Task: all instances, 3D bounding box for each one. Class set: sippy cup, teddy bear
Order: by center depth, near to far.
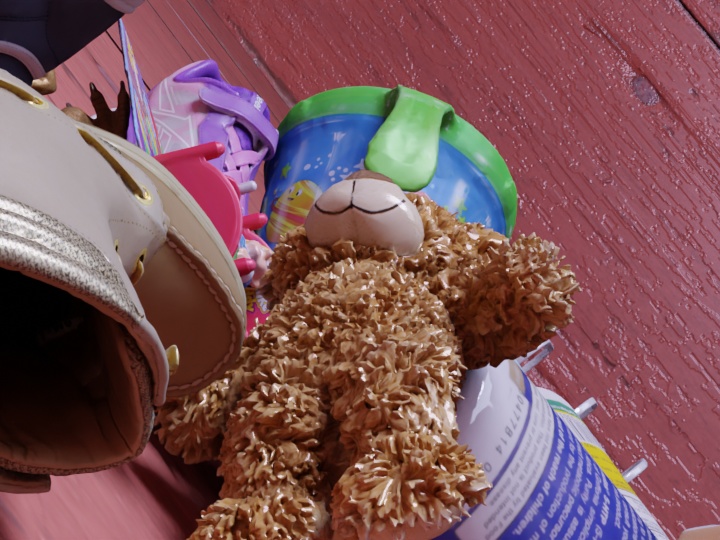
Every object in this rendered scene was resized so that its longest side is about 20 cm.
[{"bbox_3d":[-0.002,0.029,0.707,0.067,0.144,0.200,54,42,-23],"label":"teddy bear"},{"bbox_3d":[0.000,0.000,1.075,0.178,0.139,0.131,63,35,-39],"label":"sippy cup"}]

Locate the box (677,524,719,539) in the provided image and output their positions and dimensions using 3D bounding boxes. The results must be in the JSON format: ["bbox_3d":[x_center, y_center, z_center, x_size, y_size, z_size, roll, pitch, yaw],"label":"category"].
[{"bbox_3d":[0.215,0.216,0.966,0.106,0.151,0.201,49,42,-30],"label":"box"}]

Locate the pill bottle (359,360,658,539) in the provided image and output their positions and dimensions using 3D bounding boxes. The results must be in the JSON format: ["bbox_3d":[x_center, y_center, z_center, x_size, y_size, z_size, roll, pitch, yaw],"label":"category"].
[{"bbox_3d":[0.056,0.126,0.793,0.200,0.119,0.120,50,4,-21],"label":"pill bottle"}]

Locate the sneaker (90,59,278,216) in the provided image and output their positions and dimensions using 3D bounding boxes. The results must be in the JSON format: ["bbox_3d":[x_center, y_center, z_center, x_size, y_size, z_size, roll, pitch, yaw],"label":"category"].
[{"bbox_3d":[-0.079,-0.050,1.063,0.081,0.088,0.200,51,5,-29],"label":"sneaker"}]

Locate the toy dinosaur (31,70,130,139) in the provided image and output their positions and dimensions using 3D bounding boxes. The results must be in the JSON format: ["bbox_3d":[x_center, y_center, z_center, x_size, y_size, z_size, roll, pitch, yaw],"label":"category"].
[{"bbox_3d":[-0.116,-0.027,0.807,0.201,0.060,0.106,61,15,-2],"label":"toy dinosaur"}]

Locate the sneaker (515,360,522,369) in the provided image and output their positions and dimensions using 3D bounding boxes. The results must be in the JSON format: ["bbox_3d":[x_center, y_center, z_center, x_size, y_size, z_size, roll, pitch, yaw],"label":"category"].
[{"bbox_3d":[0.072,0.123,1.031,0.082,0.073,0.201,107,-34,-57],"label":"sneaker"}]

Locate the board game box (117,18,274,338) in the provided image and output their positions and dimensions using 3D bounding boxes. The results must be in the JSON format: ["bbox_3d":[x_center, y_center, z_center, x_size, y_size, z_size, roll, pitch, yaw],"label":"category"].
[{"bbox_3d":[-0.054,-0.012,0.841,0.200,0.039,0.159,-110,-175,-63],"label":"board game box"}]

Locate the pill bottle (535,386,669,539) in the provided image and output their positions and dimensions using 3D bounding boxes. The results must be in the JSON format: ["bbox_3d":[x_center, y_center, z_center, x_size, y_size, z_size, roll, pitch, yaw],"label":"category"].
[{"bbox_3d":[0.111,0.165,1.130,0.113,0.113,0.200,47,6,-48],"label":"pill bottle"}]

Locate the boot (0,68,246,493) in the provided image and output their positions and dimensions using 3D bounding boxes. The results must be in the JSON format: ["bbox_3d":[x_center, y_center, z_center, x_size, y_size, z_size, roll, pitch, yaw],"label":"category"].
[{"bbox_3d":[-0.082,0.009,0.593,0.200,0.073,0.156,46,6,-42],"label":"boot"}]

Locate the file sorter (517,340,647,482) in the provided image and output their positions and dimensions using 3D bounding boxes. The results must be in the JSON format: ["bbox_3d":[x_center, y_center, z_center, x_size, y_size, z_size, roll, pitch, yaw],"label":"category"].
[{"bbox_3d":[0.068,0.081,1.310,0.200,0.124,0.139,52,3,8],"label":"file sorter"}]

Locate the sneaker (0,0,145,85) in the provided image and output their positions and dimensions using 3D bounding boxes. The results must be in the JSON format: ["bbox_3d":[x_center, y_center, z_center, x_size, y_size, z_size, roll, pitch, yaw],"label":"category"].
[{"bbox_3d":[-0.155,-0.111,0.664,0.200,0.108,0.070,38,15,-49],"label":"sneaker"}]
